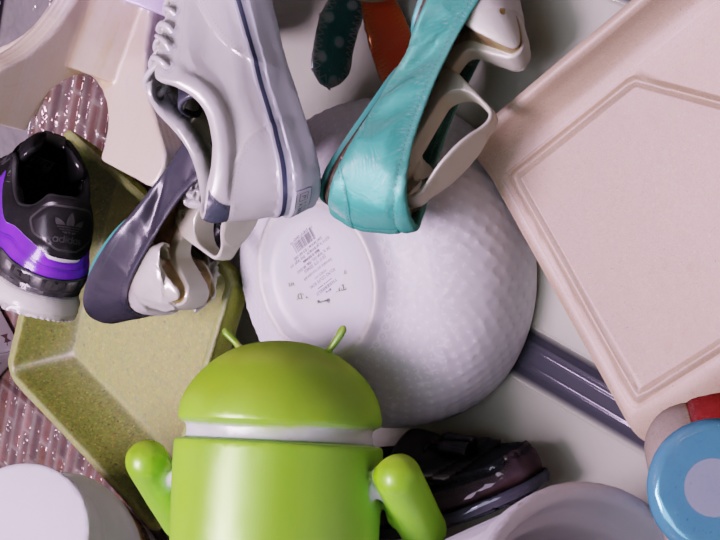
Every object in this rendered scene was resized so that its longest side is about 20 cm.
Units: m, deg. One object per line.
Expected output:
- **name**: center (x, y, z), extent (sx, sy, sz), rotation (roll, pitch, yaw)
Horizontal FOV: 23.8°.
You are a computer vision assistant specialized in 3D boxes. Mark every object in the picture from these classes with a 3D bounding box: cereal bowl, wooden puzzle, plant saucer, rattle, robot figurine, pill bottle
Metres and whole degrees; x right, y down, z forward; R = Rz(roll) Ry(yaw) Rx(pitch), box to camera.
- **cereal bowl**: center (0.000, 0.000, 0.999), extent (0.199, 0.083, 0.201), rotation (11, 107, 39)
- **wooden puzzle**: center (0.169, -0.033, 0.881), extent (0.185, 0.037, 0.201), rotation (-39, 78, 38)
- **plant saucer**: center (-0.150, 0.036, 1.149), extent (0.200, 0.048, 0.201), rotation (39, 122, 37)
- **rattle**: center (-0.010, -0.220, 0.991), extent (0.130, 0.143, 0.200), rotation (-27, 123, 11)
- **robot figurine**: center (-0.046, 0.130, 0.936), extent (0.174, 0.116, 0.201), rotation (0, 83, 23)
- **pill bottle**: center (-0.194, 0.195, 1.120), extent (0.114, 0.200, 0.115), rotation (-2, 68, 6)

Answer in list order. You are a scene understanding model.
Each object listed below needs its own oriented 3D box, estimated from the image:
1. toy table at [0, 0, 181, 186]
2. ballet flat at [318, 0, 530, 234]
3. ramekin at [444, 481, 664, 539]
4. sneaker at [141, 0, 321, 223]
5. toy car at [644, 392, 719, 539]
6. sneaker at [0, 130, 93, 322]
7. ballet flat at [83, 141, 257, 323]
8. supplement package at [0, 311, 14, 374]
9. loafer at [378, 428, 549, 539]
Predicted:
- **toy table**: center (-0.161, -0.135, 1.061), extent (0.200, 0.183, 0.118), rotation (30, 101, 46)
- **ballet flat**: center (0.051, -0.106, 0.918), extent (0.070, 0.067, 0.201), rotation (25, 85, 18)
- **ramekin**: center (0.099, 0.218, 0.887), extent (0.098, 0.200, 0.202), rotation (-27, 81, 49)
- **sneaker**: center (-0.083, -0.118, 0.922), extent (0.073, 0.070, 0.201), rotation (121, 132, -59)
- **toy car**: center (0.243, 0.131, 0.792), extent (0.199, 0.184, 0.178), rotation (-13, 81, 8)
- **sneaker**: center (-0.213, -0.047, 1.108), extent (0.200, 0.069, 0.100), rotation (40, 117, 55)
- **ballet flat**: center (-0.102, -0.021, 1.006), extent (0.073, 0.073, 0.200), rotation (51, 122, 21)
- **supplement package**: center (-0.370, 0.079, 1.316), extent (0.200, 0.113, 0.110), rotation (-44, 71, 36)
- **loafer**: center (0.022, 0.123, 1.011), extent (0.199, 0.072, 0.063), rotation (-23, 89, 44)
